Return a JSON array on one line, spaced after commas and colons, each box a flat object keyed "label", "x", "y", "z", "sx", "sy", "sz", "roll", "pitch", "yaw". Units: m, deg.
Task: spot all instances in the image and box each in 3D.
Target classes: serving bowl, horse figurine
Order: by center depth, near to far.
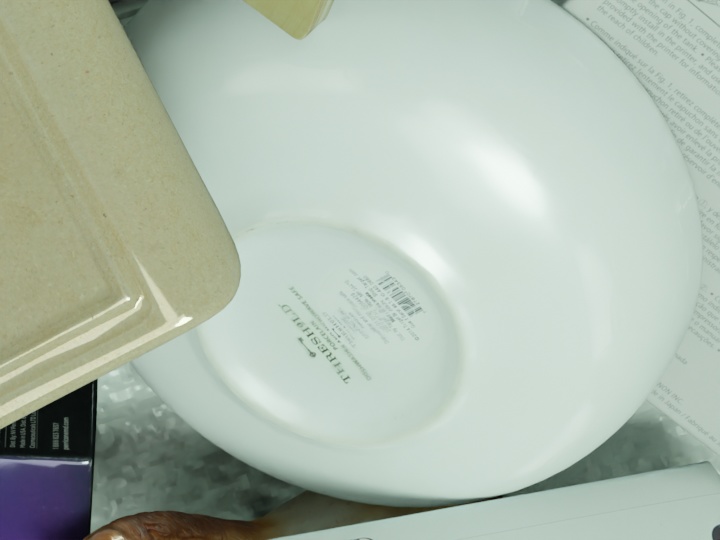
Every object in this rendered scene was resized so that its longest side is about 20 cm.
[{"label": "serving bowl", "x": 0.000, "y": 0.000, "z": 0.880, "sx": 0.200, "sy": 0.066, "sz": 0.200, "roll": 10, "pitch": 128, "yaw": 12}, {"label": "horse figurine", "x": -0.015, "y": 0.115, "z": 0.964, "sx": 0.200, "sy": 0.050, "sz": 0.133, "roll": -16, "pitch": 119, "yaw": -26}]

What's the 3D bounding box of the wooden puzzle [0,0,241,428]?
[{"label": "wooden puzzle", "x": -0.158, "y": -0.030, "z": 0.772, "sx": 0.200, "sy": 0.037, "sz": 0.185, "roll": -28, "pitch": 94, "yaw": -2}]

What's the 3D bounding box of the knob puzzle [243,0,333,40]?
[{"label": "knob puzzle", "x": -0.047, "y": -0.187, "z": 0.776, "sx": 0.220, "sy": 0.030, "sz": 0.220, "roll": 21, "pitch": 130, "yaw": 27}]

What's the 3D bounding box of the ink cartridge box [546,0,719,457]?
[{"label": "ink cartridge box", "x": 0.124, "y": -0.043, "z": 0.878, "sx": 0.161, "sy": 0.050, "sz": 0.200, "roll": 38, "pitch": 128, "yaw": -14}]

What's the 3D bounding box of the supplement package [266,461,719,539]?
[{"label": "supplement package", "x": 0.037, "y": 0.163, "z": 0.910, "sx": 0.200, "sy": 0.111, "sz": 0.156, "roll": -8, "pitch": 133, "yaw": -32}]

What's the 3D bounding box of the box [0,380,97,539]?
[{"label": "box", "x": -0.161, "y": 0.129, "z": 0.964, "sx": 0.141, "sy": 0.079, "sz": 0.200, "roll": 3, "pitch": 116, "yaw": -4}]
